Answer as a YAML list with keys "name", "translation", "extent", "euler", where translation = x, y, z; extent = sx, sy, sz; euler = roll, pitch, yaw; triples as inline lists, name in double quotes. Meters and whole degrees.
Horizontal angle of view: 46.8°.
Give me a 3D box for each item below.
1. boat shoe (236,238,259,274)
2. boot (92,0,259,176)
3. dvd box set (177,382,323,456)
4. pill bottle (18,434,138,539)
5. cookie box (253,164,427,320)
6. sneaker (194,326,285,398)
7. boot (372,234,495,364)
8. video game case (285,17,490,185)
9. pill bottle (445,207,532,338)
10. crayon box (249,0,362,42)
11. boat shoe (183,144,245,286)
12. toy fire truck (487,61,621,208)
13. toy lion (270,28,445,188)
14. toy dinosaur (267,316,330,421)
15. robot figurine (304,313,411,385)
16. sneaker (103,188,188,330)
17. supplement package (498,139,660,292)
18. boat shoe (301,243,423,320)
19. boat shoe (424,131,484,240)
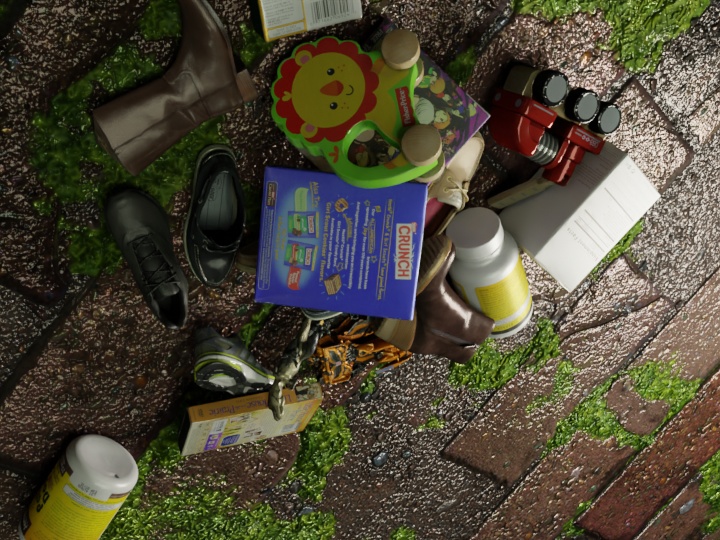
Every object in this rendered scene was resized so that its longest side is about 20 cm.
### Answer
- name: "boat shoe"
  translation: [-0.080, -0.053, 1.129]
  extent: [0.199, 0.071, 0.065]
  euler: [-23, 124, -25]
- name: "boot"
  translation: [-0.237, -0.220, 0.949]
  extent: [0.199, 0.064, 0.187]
  euler: [-29, 127, -1]
- name: "dvd box set"
  translation: [-0.166, 0.222, 1.239]
  extent: [0.198, 0.030, 0.147]
  euler: [-8, 154, -22]
- name: "pill bottle"
  translation: [-0.409, 0.340, 1.181]
  extent: [0.109, 0.109, 0.201]
  euler: [26, 106, -36]
- name: "cookie box"
  translation: [-0.023, -0.036, 1.036]
  extent: [0.198, 0.075, 0.173]
  euler: [7, 100, 3]
- name: "sneaker"
  translation: [-0.172, 0.135, 1.196]
  extent: [0.073, 0.082, 0.200]
  euler: [-23, 151, 13]
- name: "boot"
  translation: [0.127, 0.046, 1.208]
  extent: [0.165, 0.073, 0.201]
  euler: [18, 124, -23]
- name: "video game case"
  translation: [0.034, -0.184, 1.063]
  extent: [0.181, 0.036, 0.200]
  euler: [42, 98, -5]
- name: "pill bottle"
  translation: [0.191, 0.003, 1.259]
  extent: [0.111, 0.112, 0.201]
  euler: [-32, 135, -5]
- name: "crayon box"
  translation: [-0.073, -0.375, 0.935]
  extent: [0.125, 0.052, 0.202]
  euler: [-19, 127, -15]
- name: "boat shoe"
  translation: [-0.182, -0.056, 1.071]
  extent: [0.074, 0.066, 0.201]
  euler: [-1, 120, -27]
- name: "toy fire truck"
  translation: [0.245, -0.177, 1.194]
  extent: [0.175, 0.129, 0.202]
  euler: [17, 101, -34]
- name: "toy lion"
  translation: [-0.010, -0.190, 0.990]
  extent: [0.190, 0.202, 0.069]
  euler: [-14, 163, 6]
- name: "toy dinosaur"
  translation: [-0.084, 0.110, 1.169]
  extent: [0.047, 0.088, 0.201]
  euler: [29, 71, -8]
- name: "robot figurine"
  translation: [0.009, 0.107, 1.278]
  extent: [0.198, 0.058, 0.146]
  euler: [-21, 124, -14]
- name: "sneaker"
  translation: [-0.259, -0.012, 1.047]
  extent: [0.075, 0.091, 0.201]
  euler: [-25, 127, -7]
- name: "supplement package"
  translation: [0.328, -0.094, 1.271]
  extent: [0.200, 0.121, 0.119]
  euler: [-48, 129, 8]
- name: "boat shoe"
  translation: [0.000, 0.000, 1.134]
  extent: [0.199, 0.075, 0.062]
  euler: [-30, 174, 3]
- name: "boat shoe"
  translation: [0.122, -0.107, 1.191]
  extent: [0.073, 0.069, 0.201]
  euler: [20, 110, -35]
